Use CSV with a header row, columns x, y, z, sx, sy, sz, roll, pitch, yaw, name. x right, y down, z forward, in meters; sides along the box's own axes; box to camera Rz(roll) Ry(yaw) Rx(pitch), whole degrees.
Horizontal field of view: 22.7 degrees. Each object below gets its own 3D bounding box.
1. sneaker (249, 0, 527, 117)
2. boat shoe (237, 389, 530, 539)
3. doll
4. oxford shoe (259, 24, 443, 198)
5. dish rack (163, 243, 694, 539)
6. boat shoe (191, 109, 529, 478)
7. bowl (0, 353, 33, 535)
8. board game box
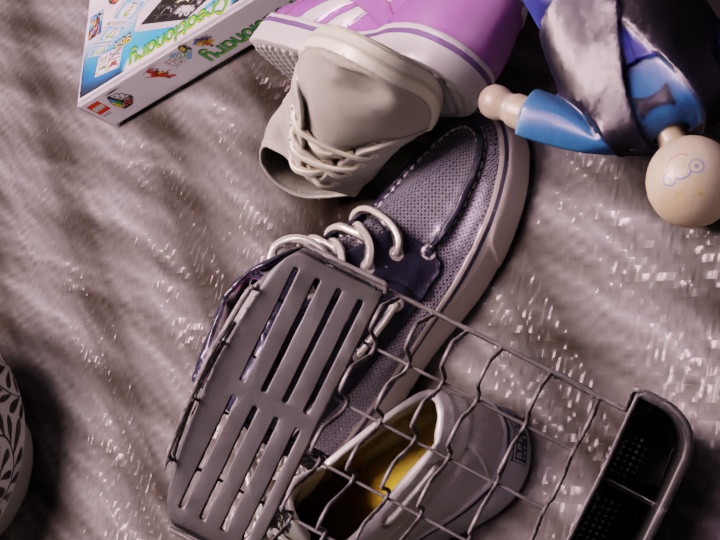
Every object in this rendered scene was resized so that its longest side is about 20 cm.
x,y,z,sx,sy,sz,roll,pitch,yaw,name
0.026,-0.140,0.929,0.200,0.073,0.115,13,71,55,sneaker
-0.021,0.116,0.825,0.202,0.086,0.075,-35,47,30,boat shoe
0.112,-0.106,0.798,0.136,0.048,0.201,-26,68,7,doll
-0.009,-0.071,0.878,0.058,0.075,0.200,-60,7,-12,oxford shoe
0.019,0.086,0.743,0.199,0.055,0.154,26,91,8,dish rack
0.000,0.000,0.858,0.075,0.093,0.201,30,92,51,boat shoe
-0.262,0.116,1.085,0.200,0.094,0.202,-25,52,37,bowl
-0.098,-0.185,1.114,0.200,0.035,0.127,-24,53,39,board game box
